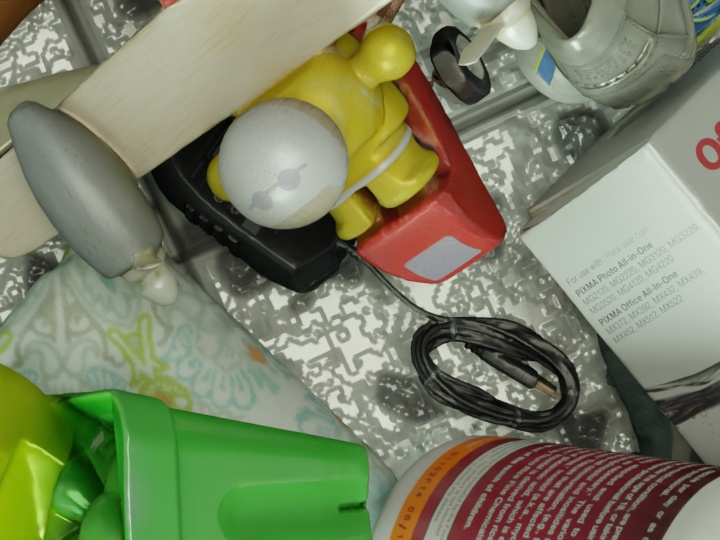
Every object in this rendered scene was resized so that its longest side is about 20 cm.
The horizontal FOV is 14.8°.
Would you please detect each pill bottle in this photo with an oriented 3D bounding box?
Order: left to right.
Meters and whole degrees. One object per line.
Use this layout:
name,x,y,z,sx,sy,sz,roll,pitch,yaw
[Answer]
pill bottle,0.105,0.124,0.997,0.113,0.199,0.114,-4,96,-45

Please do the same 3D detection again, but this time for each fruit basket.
fruit basket,-0.112,0.099,0.937,0.214,0.216,0.157,-2,87,-6

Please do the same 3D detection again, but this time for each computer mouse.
computer mouse,0.000,0.000,1.081,0.200,0.034,0.059,38,65,-3

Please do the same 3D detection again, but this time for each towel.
towel,-0.102,0.105,1.062,0.171,0.048,0.200,43,85,-4

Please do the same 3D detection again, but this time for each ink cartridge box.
ink cartridge box,0.178,0.010,1.043,0.200,0.083,0.145,51,49,-3

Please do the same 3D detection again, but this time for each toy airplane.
toy airplane,-0.033,-0.076,0.966,0.198,0.142,0.201,5,128,-6

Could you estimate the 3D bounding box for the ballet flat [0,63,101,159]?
ballet flat,-0.164,-0.021,1.054,0.069,0.069,0.200,45,87,-3

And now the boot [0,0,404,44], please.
boot,-0.061,-0.125,1.062,0.154,0.074,0.200,38,90,-10

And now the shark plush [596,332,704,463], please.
shark plush,0.116,0.075,1.077,0.083,0.091,0.201,-27,98,25

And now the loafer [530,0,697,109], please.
loafer,0.071,-0.155,1.042,0.070,0.070,0.201,-33,58,24

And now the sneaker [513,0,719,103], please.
sneaker,0.142,-0.144,1.063,0.200,0.105,0.076,-43,93,-6
